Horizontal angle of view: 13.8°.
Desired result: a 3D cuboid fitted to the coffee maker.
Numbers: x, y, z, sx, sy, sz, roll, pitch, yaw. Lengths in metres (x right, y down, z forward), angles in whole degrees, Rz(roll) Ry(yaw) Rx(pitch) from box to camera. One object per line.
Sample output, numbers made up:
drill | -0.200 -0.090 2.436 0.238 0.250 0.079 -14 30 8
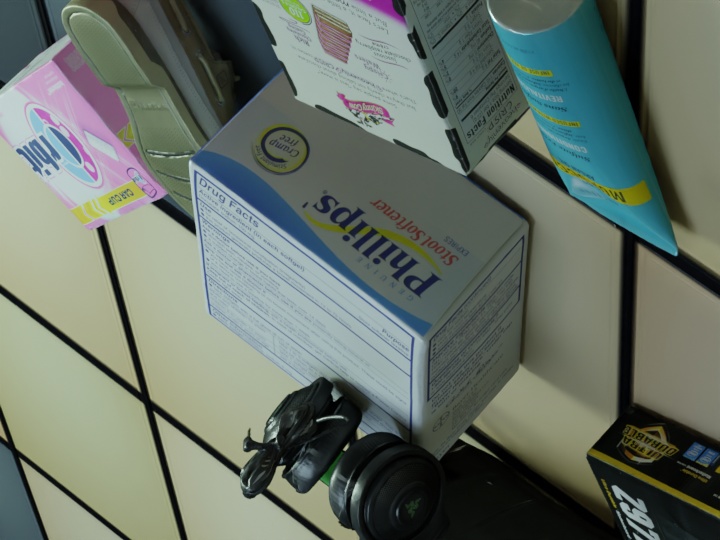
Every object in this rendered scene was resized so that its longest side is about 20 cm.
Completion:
coffee maker | 0.086 0.196 1.925 0.192 0.135 0.200 52 167 -30

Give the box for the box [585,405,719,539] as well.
box | 0.233 0.184 1.789 0.159 0.049 0.200 27 154 43

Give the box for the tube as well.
tube | 0.113 -0.081 1.511 0.077 0.050 0.200 38 165 36

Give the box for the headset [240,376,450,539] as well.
headset | -0.017 0.125 1.783 0.123 0.094 0.200 34 170 23

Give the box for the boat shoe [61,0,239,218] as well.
boat shoe | -0.106 -0.108 1.828 0.074 0.068 0.200 13 143 41

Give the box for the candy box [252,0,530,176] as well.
candy box | -0.001 -0.155 1.549 0.136 0.061 0.200 27 153 38

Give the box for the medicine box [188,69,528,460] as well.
medicine box | 0.000 0.000 1.788 0.182 0.103 0.200 37 158 18

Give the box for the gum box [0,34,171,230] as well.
gum box | -0.173 -0.099 1.973 0.114 0.066 0.200 49 160 -9
